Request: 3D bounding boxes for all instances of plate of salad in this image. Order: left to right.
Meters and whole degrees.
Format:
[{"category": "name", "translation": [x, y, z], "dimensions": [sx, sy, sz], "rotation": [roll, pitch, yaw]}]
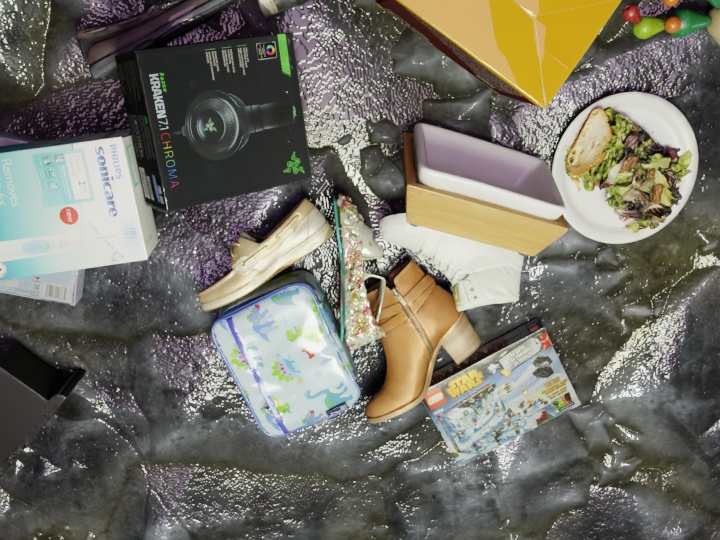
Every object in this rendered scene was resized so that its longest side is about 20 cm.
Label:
[{"category": "plate of salad", "translation": [0.351, -0.130, 0.982], "dimensions": [0.198, 0.048, 0.202], "rotation": [-1, 106, -4]}]

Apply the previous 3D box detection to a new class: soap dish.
[{"category": "soap dish", "translation": [0.143, -0.099, 0.926], "dimensions": [0.198, 0.158, 0.082], "rotation": [14, 122, -8]}]

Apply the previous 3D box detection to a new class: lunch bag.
[{"category": "lunch bag", "translation": [-0.099, 0.116, 1.007], "dimensions": [0.160, 0.083, 0.201], "rotation": [-21, 106, 5]}]

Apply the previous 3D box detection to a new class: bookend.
[{"category": "bookend", "translation": [-0.512, 0.163, 0.983], "dimensions": [0.200, 0.092, 0.199], "rotation": [39, 99, -13]}]

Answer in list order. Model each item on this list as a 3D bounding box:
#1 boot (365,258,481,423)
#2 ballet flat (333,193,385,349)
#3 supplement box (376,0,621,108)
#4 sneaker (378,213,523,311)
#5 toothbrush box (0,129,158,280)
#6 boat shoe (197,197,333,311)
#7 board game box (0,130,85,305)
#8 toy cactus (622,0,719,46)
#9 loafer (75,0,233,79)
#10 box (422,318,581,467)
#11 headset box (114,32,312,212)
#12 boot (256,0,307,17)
[{"category": "boot", "translation": [0.047, 0.096, 1.017], "dimensions": [0.200, 0.074, 0.155], "rotation": [-42, 101, -2]}, {"category": "ballet flat", "translation": [0.000, 0.000, 0.972], "dimensions": [0.063, 0.076, 0.202], "rotation": [-3, 94, 0]}, {"category": "supplement box", "translation": [0.140, -0.300, 0.834], "dimensions": [0.196, 0.200, 0.133], "rotation": [32, 102, -13]}, {"category": "sneaker", "translation": [0.118, -0.008, 0.969], "dimensions": [0.198, 0.074, 0.117], "rotation": [7, 79, -7]}, {"category": "toothbrush box", "translation": [-0.355, -0.078, 0.882], "dimensions": [0.198, 0.085, 0.148], "rotation": [-8, 107, -4]}, {"category": "boat shoe", "translation": [-0.133, -0.023, 0.970], "dimensions": [0.199, 0.074, 0.069], "rotation": [-33, 102, -1]}, {"category": "board game box", "translation": [-0.443, -0.072, 0.942], "dimensions": [0.198, 0.041, 0.201], "rotation": [12, 106, -8]}, {"category": "toy cactus", "translation": [0.426, -0.334, 0.916], "dimensions": [0.200, 0.102, 0.165], "rotation": [-42, 124, 6]}, {"category": "loafer", "translation": [-0.243, -0.297, 0.877], "dimensions": [0.199, 0.072, 0.063], "rotation": [-28, 103, 7]}, {"category": "box", "translation": [0.195, 0.175, 1.067], "dimensions": [0.199, 0.040, 0.138], "rotation": [-28, 108, 4]}, {"category": "headset box", "translation": [-0.160, -0.176, 0.872], "dimensions": [0.199, 0.093, 0.176], "rotation": [-16, 109, -29]}, {"category": "boot", "translation": [-0.067, -0.406, 0.853], "dimensions": [0.149, 0.073, 0.202], "rotation": [-11, 111, 0]}]
